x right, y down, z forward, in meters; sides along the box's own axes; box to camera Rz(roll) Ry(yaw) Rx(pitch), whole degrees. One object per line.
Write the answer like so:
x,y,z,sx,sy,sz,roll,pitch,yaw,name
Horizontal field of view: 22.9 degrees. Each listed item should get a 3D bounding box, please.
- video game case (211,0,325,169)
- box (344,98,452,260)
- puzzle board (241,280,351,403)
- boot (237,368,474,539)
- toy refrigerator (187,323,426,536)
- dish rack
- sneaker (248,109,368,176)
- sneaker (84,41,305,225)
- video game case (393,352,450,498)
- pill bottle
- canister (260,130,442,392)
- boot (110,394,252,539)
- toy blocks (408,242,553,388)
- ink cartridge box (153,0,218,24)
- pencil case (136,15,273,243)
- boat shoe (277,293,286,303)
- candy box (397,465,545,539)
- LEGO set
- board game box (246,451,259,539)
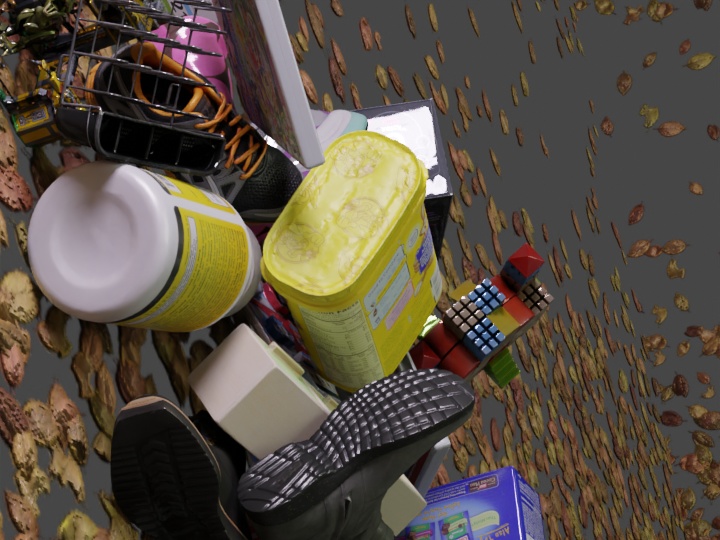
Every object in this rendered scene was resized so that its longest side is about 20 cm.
-0.078,-0.165,1.362,0.200,0.018,0.143,-135,-153,-68,video game case
0.017,-0.076,1.740,0.200,0.122,0.106,97,-16,-71,box
-0.053,0.066,1.568,0.151,0.017,0.200,56,8,22,puzzle board
0.005,0.165,1.346,0.068,0.200,0.131,49,-16,46,boot
-0.038,0.132,1.383,0.200,0.070,0.076,45,1,-33,toy refrigerator
-0.143,-0.174,1.249,0.153,0.055,0.200,7,95,-62,dish rack
-0.076,-0.073,1.552,0.200,0.140,0.078,-77,176,-50,sneaker
-0.121,-0.105,1.386,0.200,0.077,0.078,32,58,-13,sneaker
0.021,0.101,1.601,0.143,0.017,0.200,109,-38,-59,video game case
-0.148,-0.012,1.300,0.200,0.112,0.113,16,59,-69,pill bottle
0.000,0.000,1.440,0.149,0.087,0.200,-57,158,-19,canister
-0.131,0.131,1.310,0.138,0.077,0.200,-93,171,-48,boot
0.104,0.056,1.611,0.100,0.200,0.137,47,-15,9,toy blocks
-0.101,-0.311,1.565,0.076,0.200,0.148,-78,146,-56,ink cartridge box
-0.129,-0.110,1.489,0.094,0.091,0.200,24,50,-64,pencil case
-0.070,-0.048,1.635,0.074,0.068,0.199,58,11,-52,boat shoe
0.090,0.303,1.644,0.077,0.169,0.200,46,33,-49,candy box
-0.214,-0.195,1.254,0.154,0.116,0.200,-80,148,-54,LEGO set
-0.044,0.190,1.518,0.200,0.062,0.200,0,74,-72,board game box
